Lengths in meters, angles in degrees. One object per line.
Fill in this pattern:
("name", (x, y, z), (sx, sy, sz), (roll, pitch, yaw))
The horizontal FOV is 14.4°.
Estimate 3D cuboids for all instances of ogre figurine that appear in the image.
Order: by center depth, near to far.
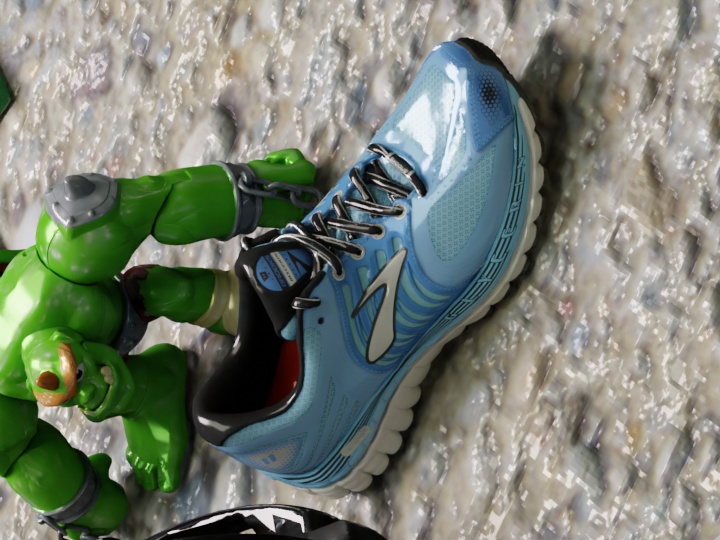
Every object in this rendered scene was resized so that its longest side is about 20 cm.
("ogre figurine", (-0.109, 0.029, 1.211), (0.200, 0.120, 0.098), (-42, 51, 35))

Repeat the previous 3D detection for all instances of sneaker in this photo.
("sneaker", (0.000, 0.000, 1.114), (0.078, 0.090, 0.200), (44, 112, 46))

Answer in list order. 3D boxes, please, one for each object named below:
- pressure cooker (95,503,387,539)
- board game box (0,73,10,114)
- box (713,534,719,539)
("pressure cooker", (-0.054, 0.186, 1.057), (0.179, 0.175, 0.201), (109, 153, -55))
("board game box", (-0.259, -0.063, 1.482), (0.200, 0.029, 0.135), (-52, 45, 27))
("box", (0.141, 0.187, 0.792), (0.097, 0.200, 0.124), (-46, 8, 32))
